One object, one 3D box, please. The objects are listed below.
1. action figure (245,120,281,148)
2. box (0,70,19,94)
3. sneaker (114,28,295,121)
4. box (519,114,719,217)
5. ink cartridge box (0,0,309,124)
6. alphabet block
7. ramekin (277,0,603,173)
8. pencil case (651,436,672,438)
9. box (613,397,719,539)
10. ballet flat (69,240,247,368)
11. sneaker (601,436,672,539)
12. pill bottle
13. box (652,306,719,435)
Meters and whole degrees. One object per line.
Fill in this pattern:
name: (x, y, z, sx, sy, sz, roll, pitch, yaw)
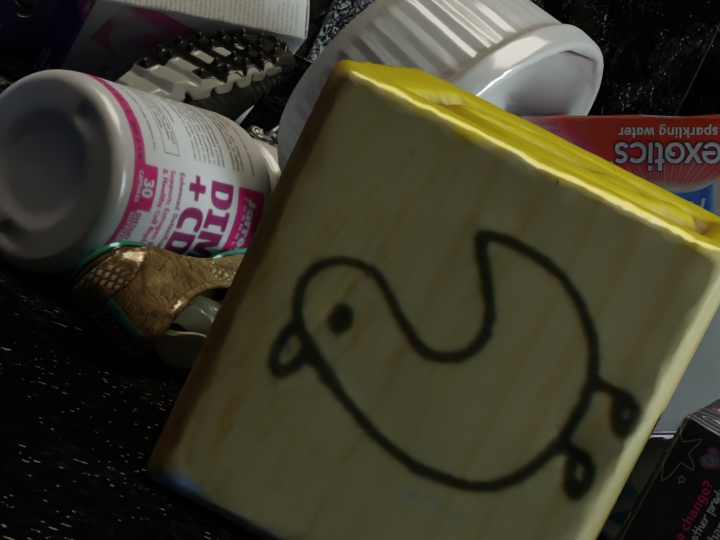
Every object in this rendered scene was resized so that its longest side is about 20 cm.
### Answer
action figure: (-0.084, -0.055, 1.439, 0.119, 0.102, 0.200, 38, 40, 23)
box: (-0.269, -0.109, 1.387, 0.200, 0.050, 0.198, 28, 8, 18)
sneaker: (-0.127, -0.089, 1.328, 0.200, 0.091, 0.066, -28, 43, -30)
box: (0.189, -0.038, 1.167, 0.200, 0.100, 0.095, 3, 4, 29)
ink cartridge box: (-0.158, -0.155, 1.432, 0.200, 0.043, 0.196, 8, -19, -17)
alphabet block: (0.048, 0.034, 0.949, 0.195, 0.200, 0.196, 26, 9, 7)
ramekin: (0.040, -0.090, 1.228, 0.094, 0.202, 0.202, 48, 17, 19)
pencil case: (0.161, 0.086, 1.312, 0.200, 0.088, 0.087, 27, 9, 1)
box: (0.178, 0.135, 0.935, 0.115, 0.132, 0.200, 29, 9, 14)
ballet flat: (-0.088, 0.025, 1.123, 0.065, 0.070, 0.200, 57, 21, 14)
sneaker: (0.179, 0.125, 1.167, 0.076, 0.081, 0.200, 14, 13, -44)
pill bottle: (-0.123, -0.045, 1.210, 0.113, 0.114, 0.200, 31, 10, 30)
box: (0.128, 0.050, 1.177, 0.200, 0.079, 0.141, 0, -1, -13)
